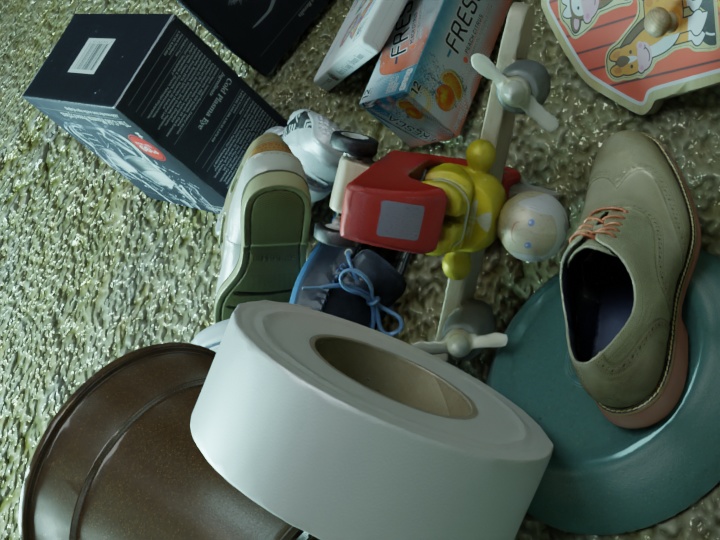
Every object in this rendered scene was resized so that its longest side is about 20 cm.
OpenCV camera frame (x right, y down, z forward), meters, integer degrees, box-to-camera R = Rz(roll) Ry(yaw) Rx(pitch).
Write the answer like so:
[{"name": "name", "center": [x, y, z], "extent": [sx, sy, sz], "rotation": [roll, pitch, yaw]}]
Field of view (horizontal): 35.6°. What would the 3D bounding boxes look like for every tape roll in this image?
[{"name": "tape roll", "center": [0.006, 0.090, 0.643], "extent": [0.202, 0.201, 0.071], "rotation": [35, 105, 51]}]

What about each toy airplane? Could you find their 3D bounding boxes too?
[{"name": "toy airplane", "center": [0.081, -0.042, 0.743], "extent": [0.140, 0.201, 0.200], "rotation": [23, 64, 37]}]

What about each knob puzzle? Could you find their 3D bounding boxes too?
[{"name": "knob puzzle", "center": [0.187, -0.210, 0.792], "extent": [0.219, 0.030, 0.223], "rotation": [21, 114, 58]}]

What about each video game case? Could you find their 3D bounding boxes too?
[{"name": "video game case", "center": [0.028, -0.268, 1.012], "extent": [0.202, 0.024, 0.182], "rotation": [-64, 13, -8]}]

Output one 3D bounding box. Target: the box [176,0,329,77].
[{"name": "box", "center": [-0.132, -0.323, 1.145], "extent": [0.148, 0.200, 0.104], "rotation": [-49, 38, 0]}]

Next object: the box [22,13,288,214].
[{"name": "box", "center": [-0.191, -0.149, 1.079], "extent": [0.199, 0.182, 0.105], "rotation": [15, 71, 49]}]

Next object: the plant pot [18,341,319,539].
[{"name": "plant pot", "center": [-0.084, 0.173, 0.724], "extent": [0.197, 0.200, 0.201], "rotation": [21, 75, 43]}]

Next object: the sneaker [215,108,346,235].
[{"name": "sneaker", "center": [-0.059, -0.064, 0.947], "extent": [0.116, 0.075, 0.200], "rotation": [-63, 18, -9]}]

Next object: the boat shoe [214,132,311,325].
[{"name": "boat shoe", "center": [-0.077, -0.020, 0.896], "extent": [0.201, 0.074, 0.069], "rotation": [111, 156, -46]}]

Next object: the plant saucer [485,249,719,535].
[{"name": "plant saucer", "center": [0.152, 0.061, 0.694], "extent": [0.199, 0.036, 0.202], "rotation": [-26, 45, 29]}]

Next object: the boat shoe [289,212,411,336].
[{"name": "boat shoe", "center": [0.000, 0.000, 0.855], "extent": [0.068, 0.084, 0.202], "rotation": [-3, 60, 39]}]

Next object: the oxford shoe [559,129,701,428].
[{"name": "oxford shoe", "center": [0.155, -0.013, 0.661], "extent": [0.070, 0.074, 0.202], "rotation": [-20, 48, 32]}]

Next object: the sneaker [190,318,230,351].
[{"name": "sneaker", "center": [-0.125, 0.105, 0.913], "extent": [0.199, 0.073, 0.071], "rotation": [-36, 49, 32]}]

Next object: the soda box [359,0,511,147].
[{"name": "soda box", "center": [0.074, -0.207, 0.952], "extent": [0.063, 0.068, 0.202], "rotation": [-6, 55, 51]}]
